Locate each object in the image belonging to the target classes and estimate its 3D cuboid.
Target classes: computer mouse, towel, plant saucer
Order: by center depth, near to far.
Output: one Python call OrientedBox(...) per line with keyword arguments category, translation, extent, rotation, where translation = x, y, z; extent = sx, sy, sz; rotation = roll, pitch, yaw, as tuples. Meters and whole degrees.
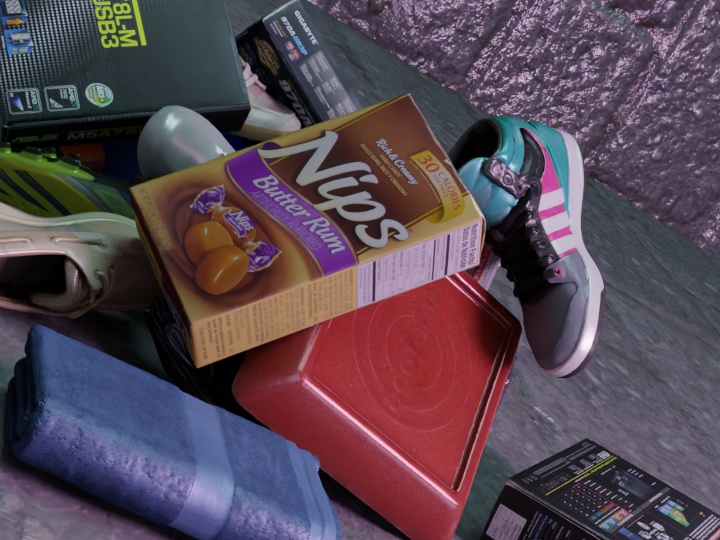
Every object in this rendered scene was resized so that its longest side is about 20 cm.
OrientedBox(category="towel", translation=(-0.106, 0.108, 0.833), extent=(0.199, 0.049, 0.112), rotation=(29, 15, -23))
OrientedBox(category="plant saucer", translation=(0.028, 0.056, 1.001), extent=(0.200, 0.037, 0.200), rotation=(41, 52, -24))
OrientedBox(category="computer mouse", translation=(-0.056, 0.085, 1.016), extent=(0.199, 0.053, 0.139), rotation=(6, 41, -45))

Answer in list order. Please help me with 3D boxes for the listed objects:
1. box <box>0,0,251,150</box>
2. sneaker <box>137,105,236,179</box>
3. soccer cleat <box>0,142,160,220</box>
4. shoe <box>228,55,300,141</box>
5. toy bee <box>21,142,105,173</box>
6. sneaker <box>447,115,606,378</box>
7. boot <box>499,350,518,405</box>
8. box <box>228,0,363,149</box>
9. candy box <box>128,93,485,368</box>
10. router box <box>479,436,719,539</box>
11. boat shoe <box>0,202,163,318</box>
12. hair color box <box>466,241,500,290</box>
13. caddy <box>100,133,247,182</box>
OrientedBox(category="box", translation=(-0.199, -0.197, 1.153), extent=(0.192, 0.048, 0.201), rotation=(-7, 70, -19))
OrientedBox(category="sneaker", translation=(-0.087, -0.053, 1.119), extent=(0.088, 0.076, 0.200), rotation=(15, -23, 36))
OrientedBox(category="soccer cleat", translation=(-0.203, -0.039, 1.058), extent=(0.199, 0.084, 0.065), rotation=(16, 7, 15))
OrientedBox(category="shoe", translation=(-0.135, -0.164, 1.215), extent=(0.199, 0.054, 0.070), rotation=(26, 22, -6))
OrientedBox(category="toy bee", translation=(-0.266, -0.141, 1.200), extent=(0.130, 0.109, 0.201), rotation=(11, 55, -27))
OrientedBox(category="sneaker", translation=(0.104, -0.029, 1.037), extent=(0.120, 0.084, 0.201), rotation=(18, 53, -32))
OrientedBox(category="boot", translation=(0.035, 0.047, 1.305), extent=(0.199, 0.066, 0.165), rotation=(20, -25, 19))
OrientedBox(category="box", translation=(-0.053, -0.121, 1.295), extent=(0.201, 0.046, 0.159), rotation=(58, -29, -8))
OrientedBox(category="candy box", translation=(-0.034, -0.029, 0.947), extent=(0.057, 0.199, 0.117), rotation=(92, -26, -54))
OrientedBox(category="router box", translation=(0.192, 0.201, 1.103), extent=(0.149, 0.062, 0.200), rotation=(29, 15, 22))
OrientedBox(category="boat shoe", translation=(-0.192, 0.002, 0.948), extent=(0.199, 0.072, 0.065), rotation=(14, 31, -44))
OrientedBox(category="hair color box", translation=(0.000, 0.000, 1.112), extent=(0.199, 0.111, 0.064), rotation=(-4, 49, -21))
OrientedBox(category="caddy", translation=(-0.153, -0.093, 1.253), extent=(0.141, 0.105, 0.200), rotation=(30, 15, -20))
